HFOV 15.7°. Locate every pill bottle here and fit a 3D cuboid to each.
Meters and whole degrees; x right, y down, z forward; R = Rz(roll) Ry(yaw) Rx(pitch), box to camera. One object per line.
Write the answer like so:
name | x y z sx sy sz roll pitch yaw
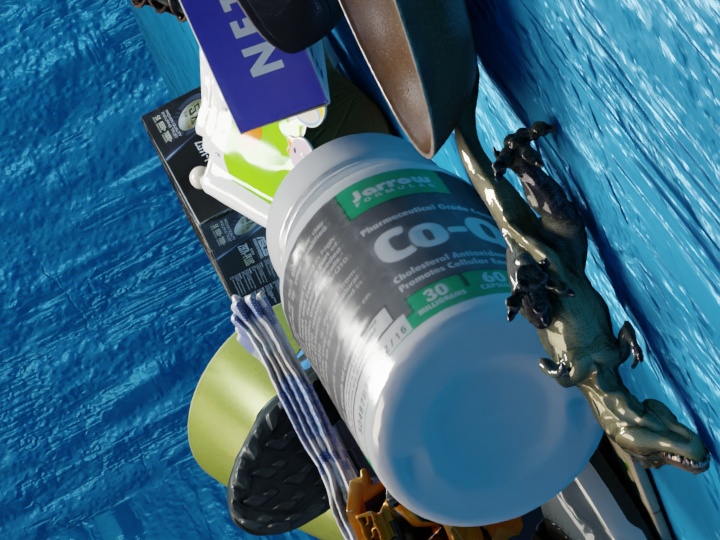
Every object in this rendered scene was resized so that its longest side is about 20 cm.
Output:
pill bottle | 0.028 0.020 1.192 0.113 0.113 0.200 66 174 -33

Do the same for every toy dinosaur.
toy dinosaur | 0.070 -0.008 1.004 0.200 0.047 0.088 65 -177 19

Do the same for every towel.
towel | -0.021 0.108 1.466 0.200 0.024 0.147 63 176 6

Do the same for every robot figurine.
robot figurine | 0.044 0.101 1.311 0.200 0.058 0.145 -65 -42 -55

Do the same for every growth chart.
growth chart | -0.062 -0.119 1.468 0.145 0.018 0.201 18 114 55

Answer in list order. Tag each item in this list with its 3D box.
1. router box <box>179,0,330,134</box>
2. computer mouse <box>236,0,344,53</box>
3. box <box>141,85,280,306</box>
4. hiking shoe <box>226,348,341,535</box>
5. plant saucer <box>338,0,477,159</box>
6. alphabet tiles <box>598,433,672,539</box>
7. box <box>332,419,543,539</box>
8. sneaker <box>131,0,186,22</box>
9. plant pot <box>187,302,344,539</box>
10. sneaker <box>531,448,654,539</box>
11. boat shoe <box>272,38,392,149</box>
router box | -0.076 -0.197 1.278 0.180 0.049 0.200 -99 -12 -54
computer mouse | -0.041 -0.160 1.134 0.200 0.053 0.139 43 -141 -62
box | -0.140 -0.070 2.746 0.164 0.086 0.200 60 175 35
hiking shoe | -0.018 0.083 1.606 0.074 0.200 0.087 36 161 -4
plant saucer | 0.002 -0.142 1.017 0.200 0.032 0.201 156 90 -86
alphabet tiles | 0.109 0.076 1.270 0.167 0.008 0.200 66 174 -33
box | 0.073 0.161 1.527 0.149 0.107 0.200 62 176 25
sneaker | -0.104 -0.169 1.650 0.200 0.106 0.075 63 175 6
plant pot | -0.013 0.151 2.184 0.200 0.187 0.187 39 160 41
sneaker | 0.088 0.170 1.227 0.200 0.121 0.084 64 175 -10
boat shoe | -0.036 -0.095 1.529 0.200 0.071 0.069 57 172 45
